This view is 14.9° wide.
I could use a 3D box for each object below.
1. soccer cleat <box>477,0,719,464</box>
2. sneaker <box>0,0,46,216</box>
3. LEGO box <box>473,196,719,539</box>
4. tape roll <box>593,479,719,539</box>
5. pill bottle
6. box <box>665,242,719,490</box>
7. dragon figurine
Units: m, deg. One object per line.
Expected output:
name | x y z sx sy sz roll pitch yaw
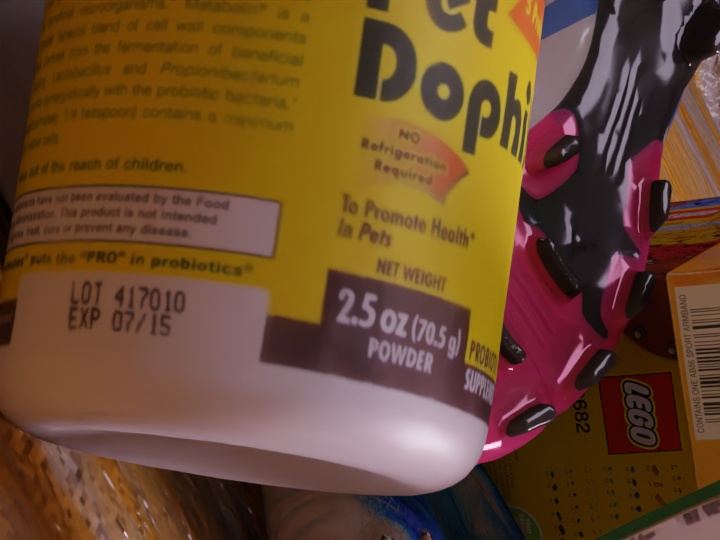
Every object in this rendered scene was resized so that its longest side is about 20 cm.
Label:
soccer cleat | 0.039 -0.028 0.722 0.070 0.086 0.201 48 53 -29
sneaker | -0.059 -0.075 0.697 0.073 0.084 0.201 52 18 -47
LEGO box | 0.098 0.088 0.800 0.149 0.077 0.202 -22 105 -61
tape roll | 0.050 0.086 0.534 0.048 0.199 0.200 63 12 2
pill bottle | -0.014 -0.057 0.599 0.109 0.108 0.202 31 65 -68
box | 0.142 0.039 0.769 0.200 0.041 0.120 -23 106 -64
dragon figurine | 0.010 0.080 0.715 0.200 0.059 0.100 55 15 -29
